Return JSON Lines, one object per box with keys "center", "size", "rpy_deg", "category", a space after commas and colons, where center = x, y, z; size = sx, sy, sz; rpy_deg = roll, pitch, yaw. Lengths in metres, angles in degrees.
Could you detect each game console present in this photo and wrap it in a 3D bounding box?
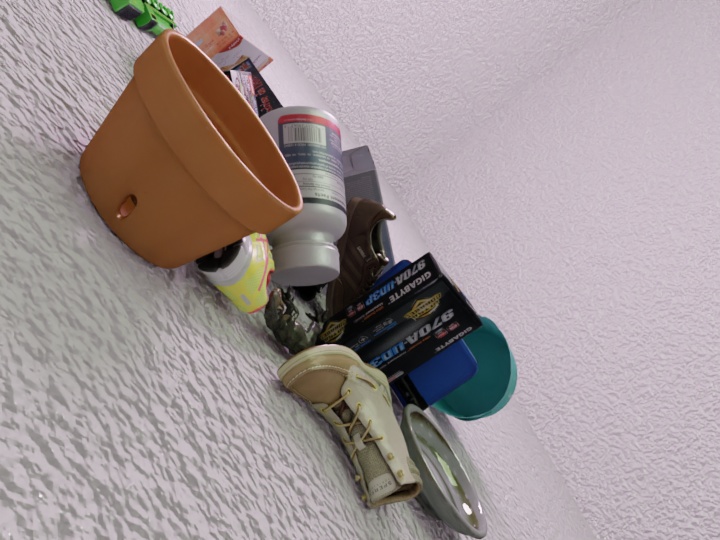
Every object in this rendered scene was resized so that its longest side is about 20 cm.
{"center": [0.076, 0.109, 1.099], "size": [0.203, 0.117, 0.171], "rpy_deg": [57, -7, 9], "category": "game console"}

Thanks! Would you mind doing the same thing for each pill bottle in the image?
{"center": [-0.077, -0.090, 0.892], "size": [0.119, 0.116, 0.206], "rpy_deg": [33, 51, -65], "category": "pill bottle"}

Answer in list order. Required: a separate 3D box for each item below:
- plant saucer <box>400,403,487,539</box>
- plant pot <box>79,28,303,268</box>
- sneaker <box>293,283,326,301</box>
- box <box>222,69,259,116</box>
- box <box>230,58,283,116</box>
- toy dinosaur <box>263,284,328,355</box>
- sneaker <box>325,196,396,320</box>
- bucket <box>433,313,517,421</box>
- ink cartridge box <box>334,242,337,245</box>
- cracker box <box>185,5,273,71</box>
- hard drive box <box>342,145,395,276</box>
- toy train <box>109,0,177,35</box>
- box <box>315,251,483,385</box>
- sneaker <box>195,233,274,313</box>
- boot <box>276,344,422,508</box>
{"center": [0.103, 0.286, 0.974], "size": [0.202, 0.050, 0.201], "rpy_deg": [53, 11, -15], "category": "plant saucer"}
{"center": [-0.165, -0.097, 0.663], "size": [0.202, 0.139, 0.201], "rpy_deg": [52, 10, -13], "category": "plant pot"}
{"center": [-0.078, 0.005, 1.023], "size": [0.200, 0.070, 0.085], "rpy_deg": [34, 56, -65], "category": "sneaker"}
{"center": [-0.159, -0.164, 0.954], "size": [0.137, 0.037, 0.206], "rpy_deg": [-80, 161, -75], "category": "box"}
{"center": [-0.125, -0.217, 1.090], "size": [0.202, 0.037, 0.137], "rpy_deg": [57, -4, 32], "category": "box"}
{"center": [-0.070, 0.072, 0.836], "size": [0.201, 0.046, 0.090], "rpy_deg": [55, 21, -43], "category": "toy dinosaur"}
{"center": [0.000, 0.000, 1.021], "size": [0.074, 0.206, 0.070], "rpy_deg": [14, 16, 16], "category": "sneaker"}
{"center": [0.214, 0.195, 1.386], "size": [0.210, 0.205, 0.135], "rpy_deg": [60, 9, 26], "category": "bucket"}
{"center": [-0.081, -0.070, 1.183], "size": [0.117, 0.066, 0.201], "rpy_deg": [52, 10, -23], "category": "ink cartridge box"}
{"center": [-0.232, -0.345, 1.153], "size": [0.058, 0.133, 0.200], "rpy_deg": [54, 11, 1], "category": "cracker box"}
{"center": [0.004, -0.086, 1.173], "size": [0.157, 0.075, 0.205], "rpy_deg": [-101, 179, -66], "category": "hard drive box"}
{"center": [-0.341, -0.408, 1.113], "size": [0.058, 0.041, 0.200], "rpy_deg": [65, 10, 1], "category": "toy train"}
{"center": [0.052, 0.079, 0.959], "size": [0.159, 0.198, 0.047], "rpy_deg": [44, 17, -49], "category": "box"}
{"center": [-0.135, -0.022, 0.790], "size": [0.091, 0.077, 0.202], "rpy_deg": [58, 13, -29], "category": "sneaker"}
{"center": [-0.005, 0.174, 0.770], "size": [0.199, 0.071, 0.157], "rpy_deg": [34, 29, -53], "category": "boot"}
